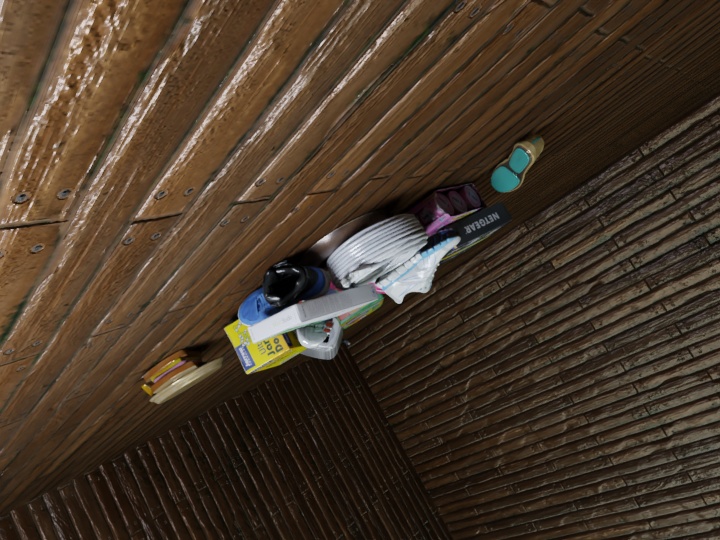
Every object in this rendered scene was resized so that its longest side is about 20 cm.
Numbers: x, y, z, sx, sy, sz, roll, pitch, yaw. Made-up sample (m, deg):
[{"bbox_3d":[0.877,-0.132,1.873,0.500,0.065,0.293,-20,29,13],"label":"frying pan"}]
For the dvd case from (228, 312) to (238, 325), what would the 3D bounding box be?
[{"bbox_3d":[-0.178,0.061,1.181,0.199,0.018,0.143,-22,167,-46],"label":"dvd case"}]

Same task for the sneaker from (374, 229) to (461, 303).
[{"bbox_3d":[0.131,-0.005,1.108,0.199,0.087,0.075,-36,-166,17],"label":"sneaker"}]

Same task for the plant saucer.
[{"bbox_3d":[-0.025,-0.049,1.044,0.199,0.032,0.200,-31,172,-5],"label":"plant saucer"}]

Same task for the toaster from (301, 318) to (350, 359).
[{"bbox_3d":[-0.123,0.166,1.438,0.129,0.198,0.114,100,9,-72],"label":"toaster"}]

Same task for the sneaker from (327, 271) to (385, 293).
[{"bbox_3d":[0.000,0.000,1.174,0.198,0.089,0.081,4,169,-13],"label":"sneaker"}]

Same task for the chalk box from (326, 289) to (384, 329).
[{"bbox_3d":[-0.023,0.053,1.301,0.124,0.124,0.200,-30,171,-4],"label":"chalk box"}]

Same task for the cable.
[{"bbox_3d":[0.030,-0.031,1.005,0.199,0.070,0.200,-29,172,-14],"label":"cable"}]

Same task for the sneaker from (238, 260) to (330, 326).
[{"bbox_3d":[-0.161,0.043,0.971,0.199,0.077,0.111,-22,163,20],"label":"sneaker"}]

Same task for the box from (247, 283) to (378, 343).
[{"bbox_3d":[-0.082,0.076,0.965,0.144,0.037,0.199,-26,171,42],"label":"box"}]

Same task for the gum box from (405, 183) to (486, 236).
[{"bbox_3d":[0.176,-0.124,1.168,0.113,0.066,0.199,-36,170,37],"label":"gum box"}]

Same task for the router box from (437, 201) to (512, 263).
[{"bbox_3d":[0.225,-0.073,1.224,0.199,0.053,0.157,-25,171,-35],"label":"router box"}]

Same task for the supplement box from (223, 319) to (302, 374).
[{"bbox_3d":[-0.190,0.143,1.179,0.109,0.109,0.200,-31,171,9],"label":"supplement box"}]

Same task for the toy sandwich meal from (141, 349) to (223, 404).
[{"bbox_3d":[-0.409,0.233,1.232,0.204,0.071,0.205,-32,176,-3],"label":"toy sandwich meal"}]

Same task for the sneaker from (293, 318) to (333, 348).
[{"bbox_3d":[-0.104,0.115,1.115,0.200,0.076,0.082,-95,-156,-65],"label":"sneaker"}]

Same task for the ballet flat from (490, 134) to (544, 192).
[{"bbox_3d":[0.344,-0.228,1.165,0.063,0.069,0.200,-43,175,-13],"label":"ballet flat"}]
